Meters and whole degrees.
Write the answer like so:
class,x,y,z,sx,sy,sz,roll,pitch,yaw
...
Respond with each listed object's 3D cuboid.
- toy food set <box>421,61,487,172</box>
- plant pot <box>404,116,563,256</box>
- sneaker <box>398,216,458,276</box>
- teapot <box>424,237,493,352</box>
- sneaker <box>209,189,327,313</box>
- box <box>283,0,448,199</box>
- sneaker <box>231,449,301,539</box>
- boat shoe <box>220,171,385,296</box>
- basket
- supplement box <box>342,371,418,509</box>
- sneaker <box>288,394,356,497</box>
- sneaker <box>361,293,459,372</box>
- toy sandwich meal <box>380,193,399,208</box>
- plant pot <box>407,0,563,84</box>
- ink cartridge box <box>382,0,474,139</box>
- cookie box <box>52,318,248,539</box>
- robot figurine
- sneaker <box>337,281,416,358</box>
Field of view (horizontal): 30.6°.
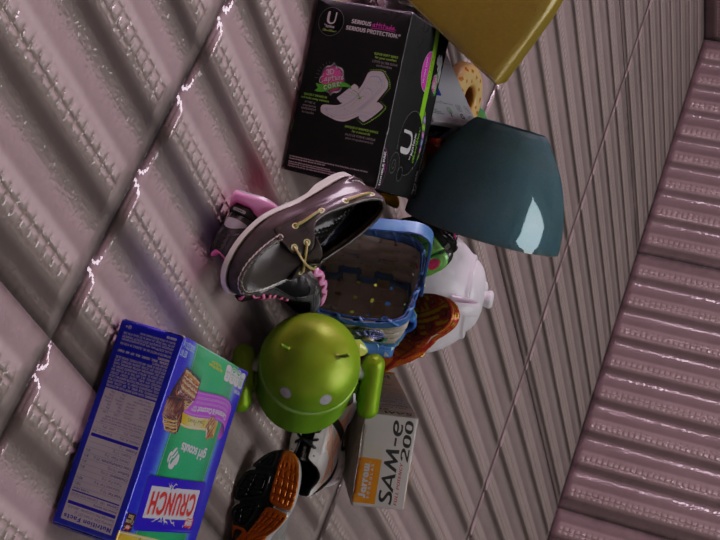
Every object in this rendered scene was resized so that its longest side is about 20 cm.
class,x,y,z,sx,sy,sz,roll,pitch,yaw
toy food set,0.129,-0.162,1.772,0.201,0.048,0.199,-65,147,-37
plant pot,0.167,-0.112,1.622,0.200,0.198,0.137,-6,113,-68
sneaker,0.087,-0.044,1.683,0.200,0.083,0.078,-136,-154,-76
teapot,0.117,0.031,1.872,0.199,0.144,0.202,88,15,-51
sneaker,-0.105,0.002,1.440,0.096,0.078,0.201,-60,143,-22
box,0.009,-0.199,1.545,0.148,0.123,0.203,4,99,-69
sneaker,-0.119,0.312,1.594,0.092,0.075,0.202,26,84,-76
boat shoe,-0.058,-0.034,1.373,0.201,0.060,0.072,-39,136,-29
basket,0.000,0.000,1.564,0.201,0.174,0.140,87,14,-51
supplement box,0.019,0.219,1.748,0.200,0.072,0.128,-118,-144,-75
sneaker,-0.052,0.201,1.683,0.080,0.073,0.203,-32,130,-58
sneaker,0.069,0.082,1.756,0.076,0.199,0.074,12,64,-35
toy sandwich meal,0.045,-0.173,1.720,0.205,0.069,0.208,13,90,-69
plant pot,0.167,-0.365,1.588,0.200,0.195,0.194,-46,180,13
ink cartridge box,0.075,-0.261,1.669,0.099,0.039,0.202,3,62,-48
cookie box,-0.199,0.170,1.286,0.171,0.074,0.202,43,62,-67
robot figurine,-0.061,0.118,1.507,0.200,0.173,0.117,111,-16,-69
sneaker,0.028,0.035,1.714,0.076,0.104,0.202,106,1,-58
